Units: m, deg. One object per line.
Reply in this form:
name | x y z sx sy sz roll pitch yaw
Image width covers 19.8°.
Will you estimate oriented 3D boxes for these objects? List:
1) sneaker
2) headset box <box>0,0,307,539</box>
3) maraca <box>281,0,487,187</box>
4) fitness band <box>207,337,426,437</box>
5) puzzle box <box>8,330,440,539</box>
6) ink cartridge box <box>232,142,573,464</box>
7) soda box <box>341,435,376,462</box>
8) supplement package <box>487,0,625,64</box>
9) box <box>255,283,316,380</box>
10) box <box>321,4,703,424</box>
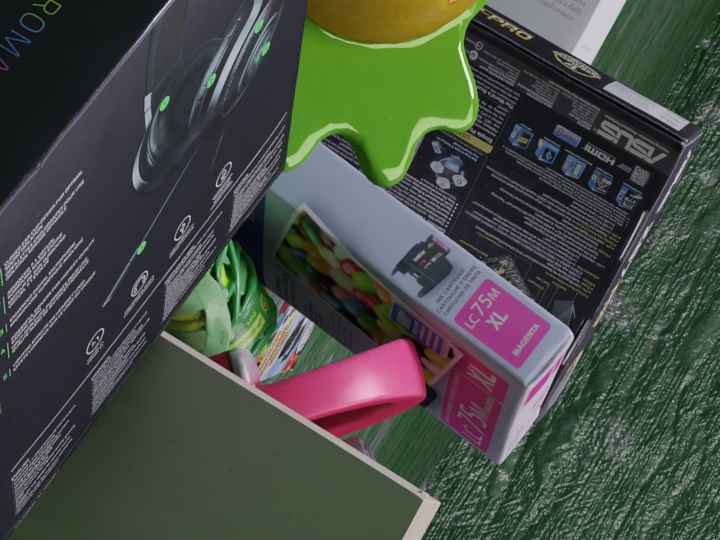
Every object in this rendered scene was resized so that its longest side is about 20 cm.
sneaker | -0.071 -0.002 0.885 0.074 0.083 0.200 -56 169 -22
headset box | -0.095 -0.044 0.591 0.175 0.092 0.200 -55 169 -27
maraca | 0.004 -0.132 0.728 0.107 0.136 0.202 15 -83 60
fitness band | -0.069 0.068 0.889 0.199 0.038 0.143 -19 171 17
puzzle box | -0.089 0.082 0.684 0.134 0.199 0.025 -60 162 1
ink cartridge box | 0.000 0.000 0.931 0.042 0.200 0.120 -47 168 -18
soda box | -0.082 0.139 0.967 0.198 0.064 0.068 -17 169 1
supplement package | 0.100 -0.189 1.144 0.201 0.116 0.117 -61 171 8
box | -0.025 -0.031 1.190 0.201 0.040 0.137 -62 170 8
box | 0.040 -0.045 0.994 0.162 0.199 0.049 -64 169 19
